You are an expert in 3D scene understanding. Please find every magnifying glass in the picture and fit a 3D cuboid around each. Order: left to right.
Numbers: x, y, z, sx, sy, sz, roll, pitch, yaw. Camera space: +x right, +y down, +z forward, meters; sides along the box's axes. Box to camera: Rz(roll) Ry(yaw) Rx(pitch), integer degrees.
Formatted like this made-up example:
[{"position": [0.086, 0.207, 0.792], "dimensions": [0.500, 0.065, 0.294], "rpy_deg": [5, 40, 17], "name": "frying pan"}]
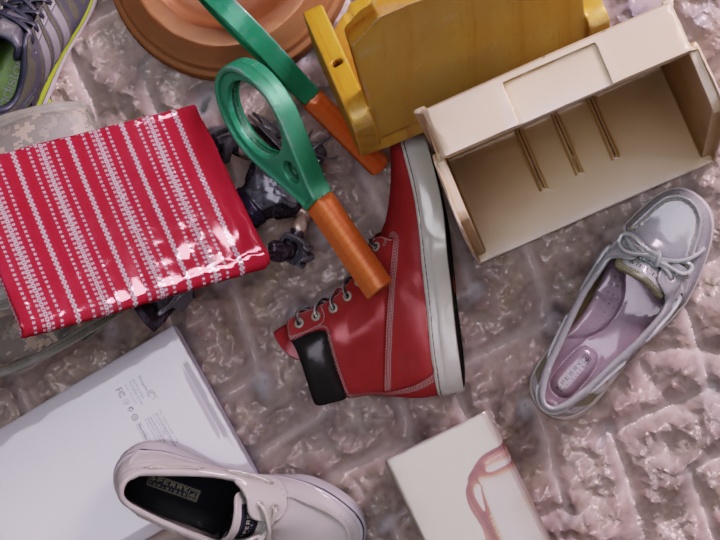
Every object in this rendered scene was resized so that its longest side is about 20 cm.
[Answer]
[{"position": [-0.052, -0.147, 1.440], "dimensions": [0.022, 0.080, 0.200], "rpy_deg": [-44, 109, -2], "name": "magnifying glass"}, {"position": [-0.043, -0.068, 1.398], "dimensions": [0.022, 0.080, 0.201], "rpy_deg": [-34, 85, -29], "name": "magnifying glass"}]

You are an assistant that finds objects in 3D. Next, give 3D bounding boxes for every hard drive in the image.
[{"position": [-0.197, 0.151, 1.479], "dimensions": [0.199, 0.025, 0.133], "rpy_deg": [-31, 84, 3], "name": "hard drive"}]

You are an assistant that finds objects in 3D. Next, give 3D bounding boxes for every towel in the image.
[{"position": [-0.177, -0.038, 1.377], "dimensions": [0.199, 0.023, 0.145], "rpy_deg": [-17, 68, -26], "name": "towel"}]

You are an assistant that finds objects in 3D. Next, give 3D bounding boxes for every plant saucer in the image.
[{"position": [-0.105, -0.250, 1.489], "dimensions": [0.198, 0.037, 0.202], "rpy_deg": [0, 86, 6], "name": "plant saucer"}]

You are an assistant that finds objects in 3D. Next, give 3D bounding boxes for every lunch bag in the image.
[{"position": [-0.265, -0.019, 1.433], "dimensions": [0.199, 0.118, 0.165], "rpy_deg": [-22, 63, 6], "name": "lunch bag"}]

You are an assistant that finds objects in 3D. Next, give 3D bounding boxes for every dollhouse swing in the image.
[{"position": [0.058, -0.205, 1.360], "dimensions": [0.199, 0.176, 0.182], "rpy_deg": [-23, 52, -1], "name": "dollhouse swing"}]

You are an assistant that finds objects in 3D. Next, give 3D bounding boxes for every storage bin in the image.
[{"position": [0.152, -0.098, 1.373], "dimensions": [0.199, 0.199, 0.094], "rpy_deg": [-23, 81, 4], "name": "storage bin"}]

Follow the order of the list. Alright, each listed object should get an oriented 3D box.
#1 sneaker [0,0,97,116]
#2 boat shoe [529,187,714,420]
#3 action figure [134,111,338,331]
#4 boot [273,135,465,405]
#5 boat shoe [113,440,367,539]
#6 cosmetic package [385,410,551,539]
[{"position": [-0.257, -0.192, 1.478], "dimensions": [0.073, 0.081, 0.202], "rpy_deg": [15, 88, 6], "name": "sneaker"}, {"position": [0.197, 0.026, 1.426], "dimensions": [0.074, 0.065, 0.202], "rpy_deg": [39, 91, 7], "name": "boat shoe"}, {"position": [-0.098, -0.038, 1.460], "dimensions": [0.200, 0.069, 0.130], "rpy_deg": [-39, 72, -2], "name": "action figure"}, {"position": [0.000, 0.000, 1.444], "dimensions": [0.143, 0.072, 0.202], "rpy_deg": [-5, 93, 7], "name": "boot"}, {"position": [-0.089, 0.180, 1.428], "dimensions": [0.199, 0.066, 0.072], "rpy_deg": [22, 100, -9], "name": "boat shoe"}, {"position": [0.100, 0.211, 1.407], "dimensions": [0.087, 0.103, 0.201], "rpy_deg": [-27, 86, 2], "name": "cosmetic package"}]
